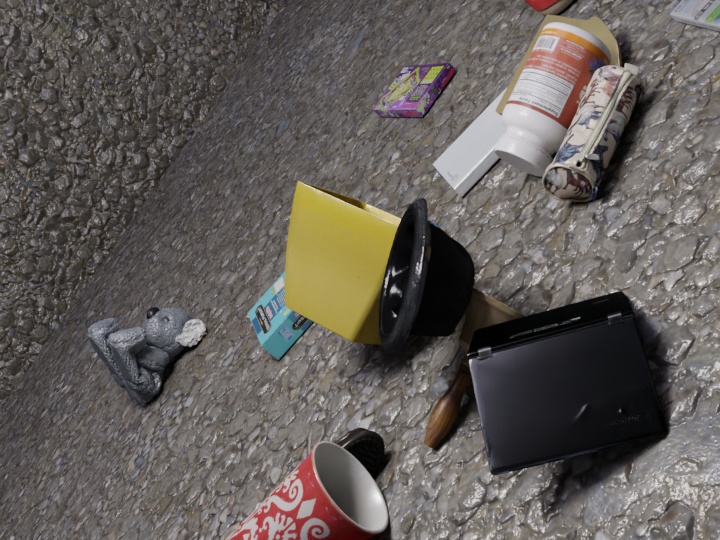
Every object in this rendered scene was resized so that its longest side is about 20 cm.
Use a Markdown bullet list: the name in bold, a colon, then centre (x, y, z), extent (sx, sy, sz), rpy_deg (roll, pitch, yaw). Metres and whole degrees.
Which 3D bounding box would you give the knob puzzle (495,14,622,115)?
- **knob puzzle**: centre (0.324, -0.294, 1.529), extent (0.217, 0.030, 0.223), rpy_deg (-21, 56, 35)

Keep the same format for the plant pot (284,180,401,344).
- **plant pot**: centre (0.000, 0.000, 1.454), extent (0.198, 0.199, 0.179), rpy_deg (26, 97, 28)

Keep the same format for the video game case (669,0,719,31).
- **video game case**: centre (0.528, -0.388, 1.364), extent (0.143, 0.018, 0.200), rpy_deg (-47, 25, 5)

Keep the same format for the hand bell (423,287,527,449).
- **hand bell**: centre (0.130, 0.131, 1.253), extent (0.202, 0.103, 0.104), rpy_deg (-62, 25, 1)

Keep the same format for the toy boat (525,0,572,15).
- **toy boat**: centre (0.328, -0.556, 1.796), extent (0.130, 0.130, 0.201), rpy_deg (-42, 26, 14)

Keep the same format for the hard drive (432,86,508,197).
- **hard drive**: centre (0.212, -0.221, 1.650), extent (0.200, 0.027, 0.132), rpy_deg (-46, 25, 9)

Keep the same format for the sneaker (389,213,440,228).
- **sneaker**: centre (0.056, -0.041, 1.606), extent (0.083, 0.073, 0.199), rpy_deg (-58, 25, -14)

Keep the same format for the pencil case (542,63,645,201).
- **pencil case**: centre (0.321, -0.189, 1.358), extent (0.202, 0.077, 0.089), rpy_deg (-60, 7, -21)

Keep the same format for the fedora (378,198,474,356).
- **fedora**: centre (0.086, 0.015, 1.234), extent (0.201, 0.090, 0.204), rpy_deg (-165, 90, -81)

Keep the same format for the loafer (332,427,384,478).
- **loafer**: centre (-0.050, 0.277, 1.337), extent (0.200, 0.073, 0.072), rpy_deg (-45, 27, 11)

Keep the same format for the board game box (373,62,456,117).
- **board game box**: centre (0.107, -0.365, 2.023), extent (0.120, 0.032, 0.199), rpy_deg (-50, 24, -9)

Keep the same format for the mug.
- **mug**: centre (-0.080, 0.338, 1.229), extent (0.200, 0.133, 0.178), rpy_deg (-43, 17, 17)

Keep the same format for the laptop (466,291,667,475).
- **laptop**: centre (0.222, 0.117, 1.099), extent (0.184, 0.118, 0.200), rpy_deg (-15, 6, 12)

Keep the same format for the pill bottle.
- **pill bottle**: centre (0.275, -0.246, 1.449), extent (0.202, 0.111, 0.112), rpy_deg (-64, 26, -1)

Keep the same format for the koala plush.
- **koala plush**: centre (-0.432, 0.153, 2.090), extent (0.199, 0.186, 0.176), rpy_deg (-38, 27, -29)

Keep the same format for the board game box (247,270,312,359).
- **board game box**: centre (-0.111, 0.045, 1.795), extent (0.200, 0.047, 0.151), rpy_deg (-48, 25, 5)
